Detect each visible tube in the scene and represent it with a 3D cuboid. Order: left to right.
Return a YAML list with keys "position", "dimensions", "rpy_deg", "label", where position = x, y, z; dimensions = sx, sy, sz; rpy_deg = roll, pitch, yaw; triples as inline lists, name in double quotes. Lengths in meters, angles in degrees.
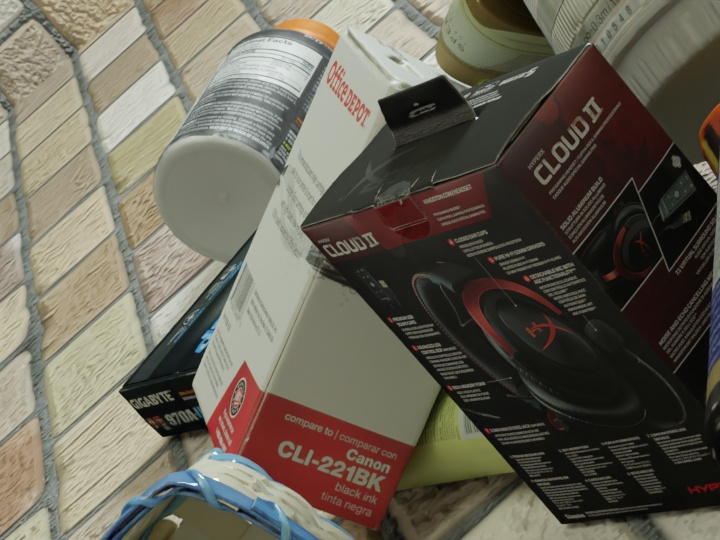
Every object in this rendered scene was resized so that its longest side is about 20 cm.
- position: [0.048, 0.072, 1.242]
  dimensions: [0.058, 0.052, 0.200]
  rpy_deg: [-15, -1, -26]
  label: "tube"

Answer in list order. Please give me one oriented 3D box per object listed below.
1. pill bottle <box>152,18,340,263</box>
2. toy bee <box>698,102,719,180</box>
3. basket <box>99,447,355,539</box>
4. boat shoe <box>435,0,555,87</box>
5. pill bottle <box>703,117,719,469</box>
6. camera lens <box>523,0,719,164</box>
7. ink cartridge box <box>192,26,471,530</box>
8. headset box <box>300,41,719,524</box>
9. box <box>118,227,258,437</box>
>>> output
- position: [-0.065, -0.100, 1.845]
  dimensions: [0.106, 0.106, 0.200]
  rpy_deg: [-31, 19, 34]
  label: "pill bottle"
- position: [0.220, -0.048, 1.075]
  dimensions: [0.109, 0.198, 0.132]
  rpy_deg: [114, 154, -56]
  label: "toy bee"
- position: [-0.045, 0.165, 1.005]
  dimensions: [0.139, 0.176, 0.200]
  rpy_deg: [-54, 0, 12]
  label: "basket"
- position: [0.128, -0.108, 1.299]
  dimensions: [0.066, 0.199, 0.074]
  rpy_deg: [-50, 35, 47]
  label: "boat shoe"
- position: [0.181, -0.022, 0.926]
  dimensions: [0.112, 0.111, 0.201]
  rpy_deg: [-26, 46, 44]
  label: "pill bottle"
- position: [0.139, -0.170, 1.193]
  dimensions: [0.159, 0.201, 0.160]
  rpy_deg: [-24, -22, -10]
  label: "camera lens"
- position: [0.000, 0.000, 1.256]
  dimensions: [0.144, 0.083, 0.201]
  rpy_deg: [-123, 55, -72]
  label: "ink cartridge box"
- position: [0.080, 0.004, 1.057]
  dimensions: [0.075, 0.200, 0.148]
  rpy_deg: [-50, 17, -28]
  label: "headset box"
- position: [-0.042, 0.012, 1.604]
  dimensions: [0.200, 0.046, 0.159]
  rpy_deg: [-50, 18, -27]
  label: "box"
